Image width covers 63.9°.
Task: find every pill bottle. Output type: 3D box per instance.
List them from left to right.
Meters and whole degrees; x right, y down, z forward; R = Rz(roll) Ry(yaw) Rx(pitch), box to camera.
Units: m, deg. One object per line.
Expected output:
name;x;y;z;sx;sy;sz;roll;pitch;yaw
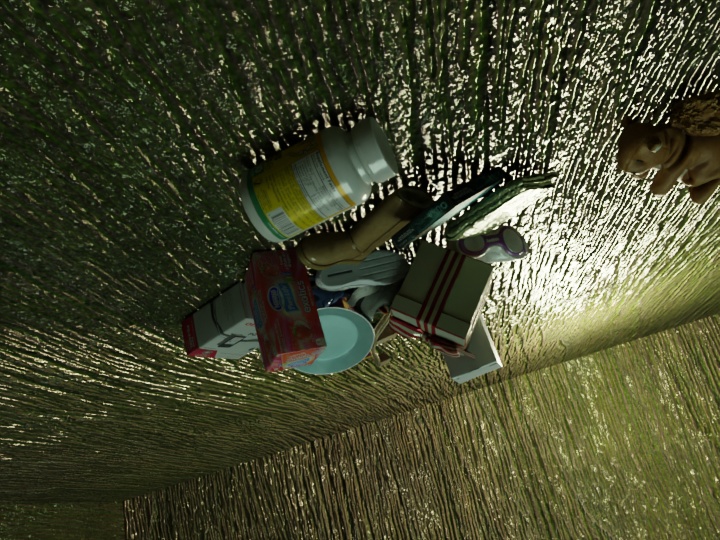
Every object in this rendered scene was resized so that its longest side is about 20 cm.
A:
pill bottle;-0.055;-0.126;0.789;0.199;0.113;0.113;-24;156;18

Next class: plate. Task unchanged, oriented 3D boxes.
plate;-0.070;0.144;1.210;0.199;0.026;0.201;-6;129;-7

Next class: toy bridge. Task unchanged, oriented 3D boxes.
toy bridge;0.053;0.153;1.354;0.067;0.027;0.201;-19;139;-31

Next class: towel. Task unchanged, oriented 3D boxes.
towel;0.259;-0.119;1.075;0.148;0.037;0.200;-12;160;-46

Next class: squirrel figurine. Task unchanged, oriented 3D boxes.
squirrel figurine;0.526;-0.225;0.963;0.185;0.142;0.200;9;134;-25

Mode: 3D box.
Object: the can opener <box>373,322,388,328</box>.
can opener;0.107;0.139;1.551;0.052;0.067;0.199;8;152;-46

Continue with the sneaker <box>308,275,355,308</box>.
sneaker;-0.087;0.054;1.209;0.199;0.083;0.074;-5;153;-30

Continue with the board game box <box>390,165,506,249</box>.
board game box;0.151;-0.107;0.968;0.200;0.028;0.135;-30;173;-47

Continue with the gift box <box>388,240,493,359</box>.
gift box;0.177;0.077;1.213;0.184;0.188;0.200;20;164;21

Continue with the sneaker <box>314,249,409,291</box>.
sneaker;0.000;0.000;1.181;0.199;0.074;0.071;-5;176;-19

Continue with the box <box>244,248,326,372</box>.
box;-0.142;0.072;1.061;0.094;0.201;0.103;-6;156;-25

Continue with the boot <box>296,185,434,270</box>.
boot;0.006;-0.078;1.004;0.175;0.066;0.200;-9;159;-48

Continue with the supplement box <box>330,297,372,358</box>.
supplement box;-0.055;0.139;1.357;0.103;0.132;0.200;-20;157;7

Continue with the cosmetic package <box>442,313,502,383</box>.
cosmetic package;0.233;0.143;1.320;0.112;0.201;0.081;-23;156;15

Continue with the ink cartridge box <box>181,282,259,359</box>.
ink cartridge box;-0.257;0.112;1.222;0.199;0.084;0.145;-30;153;30

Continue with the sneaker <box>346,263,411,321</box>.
sneaker;0.060;0.049;1.256;0.200;0.080;0.074;-29;165;-35

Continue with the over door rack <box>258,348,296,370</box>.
over door rack;-0.171;0.196;1.443;0.147;0.067;0.200;-28;140;28

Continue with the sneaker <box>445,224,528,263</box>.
sneaker;0.268;-0.051;1.240;0.199;0.075;0.100;1;165;-25
